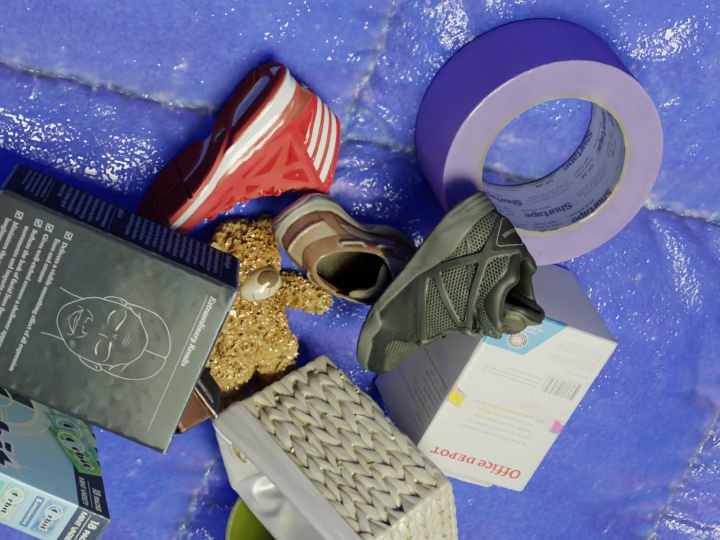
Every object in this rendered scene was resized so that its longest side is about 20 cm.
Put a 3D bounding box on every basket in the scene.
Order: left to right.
[{"bbox_3d":[-0.019,0.189,1.803,0.123,0.200,0.136,-36,148,-18],"label":"basket"}]

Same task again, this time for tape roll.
[{"bbox_3d":[0.153,-0.109,1.768,0.199,0.085,0.200,-8,124,-12],"label":"tape roll"}]

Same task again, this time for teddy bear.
[{"bbox_3d":[-0.096,0.051,1.798,0.145,0.067,0.200,5,121,-24],"label":"teddy bear"}]

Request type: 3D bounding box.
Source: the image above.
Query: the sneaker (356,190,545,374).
[{"bbox_3d":[0.078,0.039,1.729,0.200,0.114,0.076,-51,164,29],"label":"sneaker"}]

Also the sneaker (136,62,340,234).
[{"bbox_3d":[-0.093,-0.067,1.717,0.115,0.078,0.200,35,107,-32],"label":"sneaker"}]

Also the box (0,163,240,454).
[{"bbox_3d":[-0.213,0.029,1.618,0.200,0.107,0.149,24,102,-7],"label":"box"}]

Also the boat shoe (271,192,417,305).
[{"bbox_3d":[0.000,0.000,1.772,0.076,0.072,0.200,-45,144,18],"label":"boat shoe"}]

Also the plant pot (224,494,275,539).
[{"bbox_3d":[-0.028,0.305,1.935,0.187,0.187,0.200,-13,140,-10],"label":"plant pot"}]

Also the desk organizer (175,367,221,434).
[{"bbox_3d":[-0.205,0.052,1.718,0.077,0.072,0.200,-33,104,8],"label":"desk organizer"}]

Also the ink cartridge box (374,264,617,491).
[{"bbox_3d":[0.113,0.094,1.859,0.128,0.125,0.200,19,115,-28],"label":"ink cartridge box"}]

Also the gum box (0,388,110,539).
[{"bbox_3d":[-0.300,0.129,1.615,0.200,0.170,0.045,26,108,-24],"label":"gum box"}]
